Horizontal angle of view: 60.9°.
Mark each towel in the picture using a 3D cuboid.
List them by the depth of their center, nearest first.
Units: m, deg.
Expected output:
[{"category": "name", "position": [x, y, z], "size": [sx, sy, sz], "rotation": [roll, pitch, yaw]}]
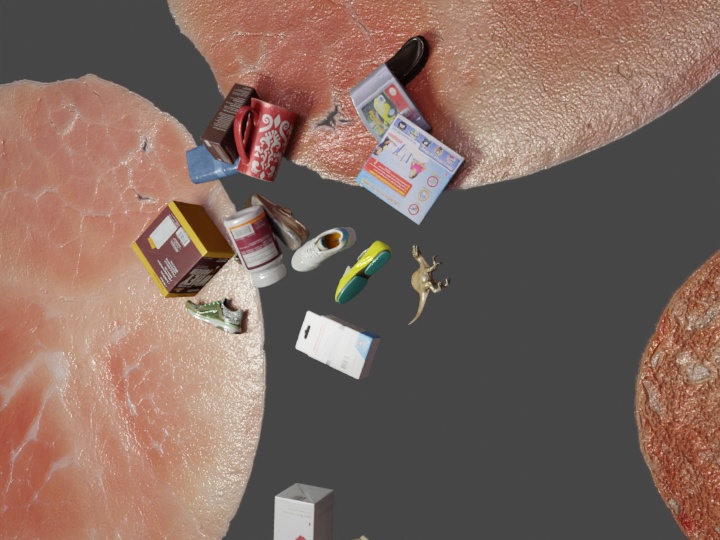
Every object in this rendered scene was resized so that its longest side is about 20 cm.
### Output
[{"category": "towel", "position": [-0.414, -0.324, 1.794], "size": [0.199, 0.048, 0.112], "rotation": [-10, 83, 22]}]

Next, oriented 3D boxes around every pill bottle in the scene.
[{"category": "pill bottle", "position": [-0.280, -0.064, 1.662], "size": [0.114, 0.114, 0.201], "rotation": [-13, 110, 23]}]

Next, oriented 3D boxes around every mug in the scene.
[{"category": "mug", "position": [-0.280, -0.360, 1.678], "size": [0.133, 0.177, 0.201], "rotation": [37, 112, 58]}]

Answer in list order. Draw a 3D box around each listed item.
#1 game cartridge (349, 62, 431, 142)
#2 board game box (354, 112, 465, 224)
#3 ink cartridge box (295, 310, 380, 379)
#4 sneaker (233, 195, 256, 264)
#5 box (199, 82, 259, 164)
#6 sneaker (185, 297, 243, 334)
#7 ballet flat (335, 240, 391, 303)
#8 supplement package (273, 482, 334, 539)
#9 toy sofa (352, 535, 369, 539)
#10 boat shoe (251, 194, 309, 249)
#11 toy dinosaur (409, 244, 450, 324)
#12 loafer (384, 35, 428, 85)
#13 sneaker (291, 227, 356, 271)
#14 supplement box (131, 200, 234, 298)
[{"category": "game cartridge", "position": [0.069, -0.401, 1.549], "size": [0.133, 0.041, 0.200], "rotation": [-34, 100, 23]}, {"category": "board game box", "position": [0.123, -0.251, 1.521], "size": [0.200, 0.056, 0.196], "rotation": [35, 104, 2]}, {"category": "ink cartridge box", "position": [-0.060, 0.191, 1.617], "size": [0.199, 0.067, 0.116], "rotation": [22, 98, 22]}, {"category": "sneaker", "position": [-0.317, -0.114, 1.732], "size": [0.070, 0.075, 0.201], "rotation": [5, 92, 24]}, {"category": "box", "position": [-0.350, -0.406, 1.698], "size": [0.075, 0.100, 0.201], "rotation": [21, 72, 21]}, {"category": "sneaker", "position": [-0.416, 0.116, 1.784], "size": [0.199, 0.077, 0.089], "rotation": [22, 85, 17]}, {"category": "ballet flat", "position": [0.000, 0.000, 1.604], "size": [0.200, 0.067, 0.067], "rotation": [-46, 51, 13]}, {"category": "supplement package", "position": [-0.149, 0.687, 1.618], "size": [0.121, 0.120, 0.201], "rotation": [1, 90, 23]}, {"category": "toy sofa", "position": [0.003, 0.799, 1.580], "size": [0.083, 0.097, 0.201], "rotation": [17, 97, 48]}, {"category": "boat shoe", "position": [-0.221, -0.141, 1.696], "size": [0.200, 0.072, 0.076], "rotation": [45, 148, 11]}, {"category": "toy dinosaur", "position": [0.169, 0.035, 1.536], "size": [0.101, 0.058, 0.201], "rotation": [-7, 78, 38]}, {"category": "loafer", "position": [0.097, -0.511, 1.559], "size": [0.073, 0.071, 0.200], "rotation": [43, 105, 19]}, {"category": "sneaker", "position": [-0.110, -0.060, 1.637], "size": [0.200, 0.081, 0.077], "rotation": [-30, 79, 22]}, {"category": "supplement box", "position": [-0.517, -0.059, 1.788], "size": [0.200, 0.133, 0.198], "rotation": [-43, 74, 17]}]
